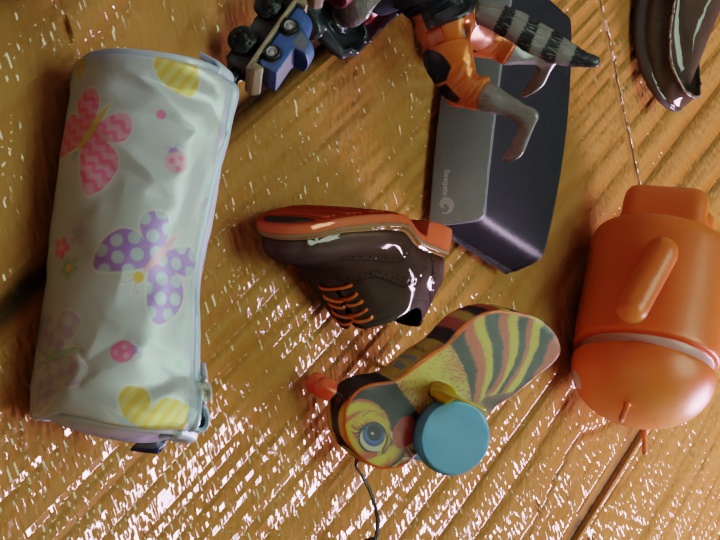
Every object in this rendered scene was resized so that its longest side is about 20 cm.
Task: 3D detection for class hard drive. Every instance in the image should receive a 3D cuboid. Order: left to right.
[{"bbox_3d":[0.102,-0.110,1.475,0.135,0.042,0.200,30,64,-56],"label":"hard drive"}]

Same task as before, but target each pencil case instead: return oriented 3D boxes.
[{"bbox_3d":[-0.112,-0.011,1.056,0.083,0.091,0.200,20,72,-58],"label":"pencil case"}]

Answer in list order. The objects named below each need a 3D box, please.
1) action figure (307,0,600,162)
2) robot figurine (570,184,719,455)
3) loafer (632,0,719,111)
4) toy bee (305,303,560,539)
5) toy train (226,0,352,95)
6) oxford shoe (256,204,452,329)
[{"bbox_3d":[0.056,-0.183,1.319,0.193,0.105,0.200,46,40,-13],"label":"action figure"},{"bbox_3d":[0.223,0.034,1.613,0.116,0.144,0.200,19,69,-18],"label":"robot figurine"},{"bbox_3d":[0.270,-0.232,1.738,0.073,0.071,0.201,0,89,-60],"label":"loafer"},{"bbox_3d":[0.027,0.084,1.284,0.109,0.131,0.200,45,59,-19],"label":"toy bee"},{"bbox_3d":[-0.015,-0.177,1.224,0.200,0.046,0.034,-56,172,-22],"label":"toy train"},{"bbox_3d":[0.000,0.000,1.274,0.200,0.071,0.073,9,87,-60],"label":"oxford shoe"}]
